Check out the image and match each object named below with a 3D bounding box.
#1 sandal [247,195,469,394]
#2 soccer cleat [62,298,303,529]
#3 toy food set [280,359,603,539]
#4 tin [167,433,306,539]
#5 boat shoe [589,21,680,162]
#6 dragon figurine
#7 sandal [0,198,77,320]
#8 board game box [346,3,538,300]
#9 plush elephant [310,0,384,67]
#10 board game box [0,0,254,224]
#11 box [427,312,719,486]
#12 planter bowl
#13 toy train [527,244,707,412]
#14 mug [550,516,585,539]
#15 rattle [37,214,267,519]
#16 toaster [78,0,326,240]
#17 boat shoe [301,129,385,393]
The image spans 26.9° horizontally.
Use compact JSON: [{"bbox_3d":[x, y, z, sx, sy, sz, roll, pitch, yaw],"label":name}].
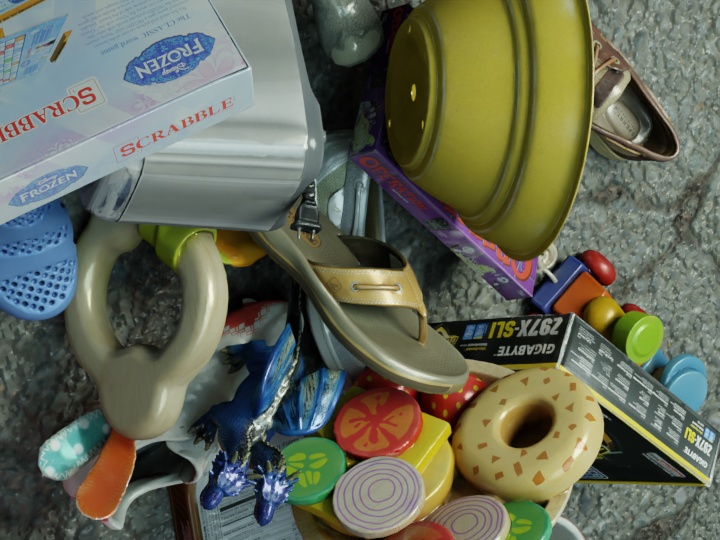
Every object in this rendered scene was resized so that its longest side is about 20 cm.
[{"bbox_3d":[0.000,0.001,0.973,0.200,0.080,0.054,48,117,1],"label":"sandal"},{"bbox_3d":[-0.111,0.096,1.015,0.199,0.085,0.069,-35,135,-14],"label":"soccer cleat"},{"bbox_3d":[0.046,0.127,0.980,0.198,0.198,0.049,-49,141,-31],"label":"toy food set"},{"bbox_3d":[-0.078,0.185,1.103,0.111,0.042,0.202,-19,117,-29],"label":"tin"},{"bbox_3d":[0.170,-0.143,1.109,0.072,0.072,0.200,-51,125,-5],"label":"boat shoe"},{"bbox_3d":[-0.051,0.074,0.959,0.059,0.099,0.201,40,62,-23],"label":"dragon figurine"},{"bbox_3d":[-0.217,-0.054,0.901,0.079,0.087,0.202,-28,122,-21],"label":"sandal"},{"bbox_3d":[0.069,-0.079,1.052,0.200,0.032,0.121,39,57,-42],"label":"board game box"},{"bbox_3d":[0.023,-0.254,0.918,0.165,0.154,0.201,-50,120,-27],"label":"plush elephant"},{"bbox_3d":[-0.188,-0.133,0.817,0.198,0.201,0.041,-25,157,-11],"label":"board game box"},{"bbox_3d":[0.150,0.101,1.133,0.199,0.159,0.050,37,64,-35],"label":"box"},{"bbox_3d":[0.066,-0.108,0.926,0.082,0.200,0.203,1,108,-17],"label":"planter bowl"},{"bbox_3d":[0.184,0.033,1.156,0.085,0.115,0.200,-47,125,-8],"label":"toy train"},{"bbox_3d":[0.071,0.172,1.084,0.177,0.200,0.134,-36,124,-12],"label":"mug"},{"bbox_3d":[-0.126,0.054,0.993,0.143,0.129,0.203,-5,100,-74],"label":"rattle"},{"bbox_3d":[-0.103,-0.103,0.900,0.128,0.114,0.202,-1,64,-24],"label":"toaster"},{"bbox_3d":[0.000,-0.001,1.049,0.074,0.064,0.204,-48,132,-60],"label":"boat shoe"}]
